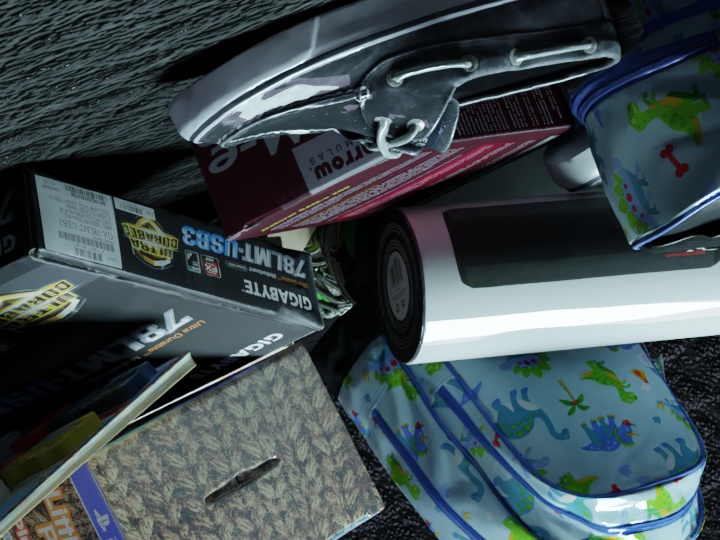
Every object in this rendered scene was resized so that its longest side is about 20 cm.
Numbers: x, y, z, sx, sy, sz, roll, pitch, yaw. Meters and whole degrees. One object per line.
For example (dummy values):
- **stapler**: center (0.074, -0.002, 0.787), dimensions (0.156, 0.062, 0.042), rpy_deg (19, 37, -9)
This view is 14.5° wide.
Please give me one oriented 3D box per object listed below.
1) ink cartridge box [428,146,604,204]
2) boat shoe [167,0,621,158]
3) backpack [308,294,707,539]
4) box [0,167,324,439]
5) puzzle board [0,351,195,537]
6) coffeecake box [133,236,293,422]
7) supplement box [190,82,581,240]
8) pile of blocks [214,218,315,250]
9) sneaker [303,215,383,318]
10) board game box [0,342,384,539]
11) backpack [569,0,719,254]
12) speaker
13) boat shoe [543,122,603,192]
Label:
- **ink cartridge box**: center (0.117, -0.041, 1.604), dimensions (0.144, 0.084, 0.200), rpy_deg (13, 180, 9)
- **boat shoe**: center (0.018, -0.081, 1.218), dimensions (0.199, 0.068, 0.072), rpy_deg (-20, 174, -17)
- **backpack**: center (0.093, 0.091, 1.491), dimensions (0.163, 0.201, 0.154), rpy_deg (-6, 154, -36)
- **box**: center (-0.156, 0.026, 1.385), dimensions (0.200, 0.050, 0.198), rpy_deg (-25, 151, 34)
- **puzzle board**: center (-0.182, 0.106, 1.363), dimensions (0.200, 0.017, 0.151), rpy_deg (-28, -170, 47)
- **coffeecake box**: center (-0.113, 0.067, 1.611), dimensions (0.153, 0.073, 0.200), rpy_deg (-6, 151, -3)
- **supplement box**: center (0.015, -0.069, 1.367), dimensions (0.109, 0.061, 0.200), rpy_deg (-26, 174, 26)
- **pile of blocks**: center (-0.100, -0.004, 1.660), dimensions (0.062, 0.082, 0.200), rpy_deg (28, 139, -21)
- **sneaker**: center (0.000, 0.000, 1.615), dimensions (0.085, 0.078, 0.200), rpy_deg (-43, -173, 4)
- **board game box**: center (-0.119, 0.135, 1.449), dimensions (0.200, 0.097, 0.159), rpy_deg (-27, -179, 45)
- **backpack**: center (0.196, -0.098, 1.312), dimensions (0.200, 0.147, 0.183), rpy_deg (-27, 173, 10)
- **speaker**: center (0.112, 0.000, 1.439), dimensions (0.199, 0.082, 0.081), rpy_deg (-4, 170, -17)
- **boat shoe**: center (0.189, -0.085, 1.461), dimensions (0.202, 0.086, 0.075), rpy_deg (-39, -162, -18)
